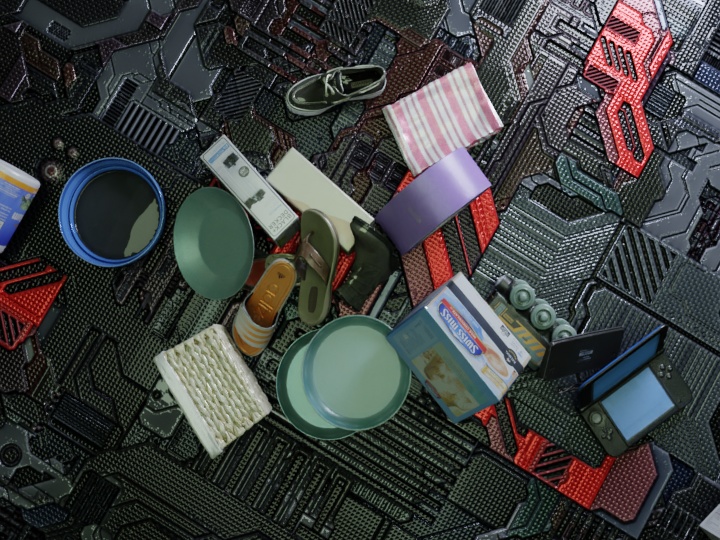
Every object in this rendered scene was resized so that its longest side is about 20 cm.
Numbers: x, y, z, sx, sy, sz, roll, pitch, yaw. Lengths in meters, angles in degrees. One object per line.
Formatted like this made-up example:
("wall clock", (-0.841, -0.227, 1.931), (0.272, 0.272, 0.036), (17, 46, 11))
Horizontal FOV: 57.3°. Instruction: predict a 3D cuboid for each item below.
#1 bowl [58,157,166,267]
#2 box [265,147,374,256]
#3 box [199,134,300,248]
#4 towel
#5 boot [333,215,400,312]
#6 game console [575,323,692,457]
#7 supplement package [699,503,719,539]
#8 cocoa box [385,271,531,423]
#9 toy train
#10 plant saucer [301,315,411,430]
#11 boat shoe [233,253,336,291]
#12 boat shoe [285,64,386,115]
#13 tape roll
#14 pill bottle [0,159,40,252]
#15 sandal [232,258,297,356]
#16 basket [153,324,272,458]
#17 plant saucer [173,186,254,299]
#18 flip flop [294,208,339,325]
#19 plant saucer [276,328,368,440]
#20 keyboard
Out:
("bowl", (-0.461, -0.107, 1.233), (0.196, 0.039, 0.205), (0, 86, -1))
("box", (-0.072, -0.124, 1.209), (0.199, 0.095, 0.078), (41, 88, 4))
("box", (-0.195, -0.139, 1.197), (0.060, 0.117, 0.200), (-42, 88, -5))
("towel", (0.155, -0.288, 1.251), (0.197, 0.030, 0.148), (-27, 86, -2))
("boot", (0.000, 0.000, 1.155), (0.067, 0.200, 0.131), (36, 81, 28))
("game console", (0.495, 0.219, 1.177), (0.198, 0.118, 0.172), (-35, 87, -2))
("supplement package", (0.745, 0.452, 1.146), (0.200, 0.151, 0.152), (-44, 87, -3))
("cocoa box", (0.169, 0.136, 1.150), (0.201, 0.133, 0.131), (51, 47, 3))
("toy train", (0.306, 0.104, 1.206), (0.200, 0.085, 0.114), (44, 100, 0))
("plant saucer", (-0.007, 0.183, 1.189), (0.196, 0.027, 0.205), (0, 86, 0))
("boat shoe", (-0.141, 0.003, 1.216), (0.195, 0.063, 0.073), (-1, 88, 1))
("boat shoe", (-0.048, -0.347, 1.237), (0.196, 0.064, 0.072), (-15, 86, -1))
("tape roll", (0.127, -0.120, 1.155), (0.199, 0.200, 0.085), (-38, 88, -2))
("pill bottle", (-0.682, -0.099, 1.196), (0.111, 0.112, 0.203), (28, 87, 2))
("sandal", (-0.182, 0.071, 1.180), (0.078, 0.059, 0.209), (29, 113, 1))
("basket", (-0.254, 0.206, 1.169), (0.122, 0.136, 0.202), (-31, 87, -6))
("plant saucer", (-0.259, -0.050, 1.202), (0.198, 0.038, 0.206), (4, 98, 31))
("flip flop", (-0.086, -0.005, 1.143), (0.080, 0.057, 0.205), (9, 95, 33))
("plant saucer", (-0.058, 0.208, 1.221), (0.196, 0.027, 0.205), (0, 87, 0))
("keyboard", (0.393, 0.167, 1.182), (0.197, 0.021, 0.130), (-5, 114, -30))
